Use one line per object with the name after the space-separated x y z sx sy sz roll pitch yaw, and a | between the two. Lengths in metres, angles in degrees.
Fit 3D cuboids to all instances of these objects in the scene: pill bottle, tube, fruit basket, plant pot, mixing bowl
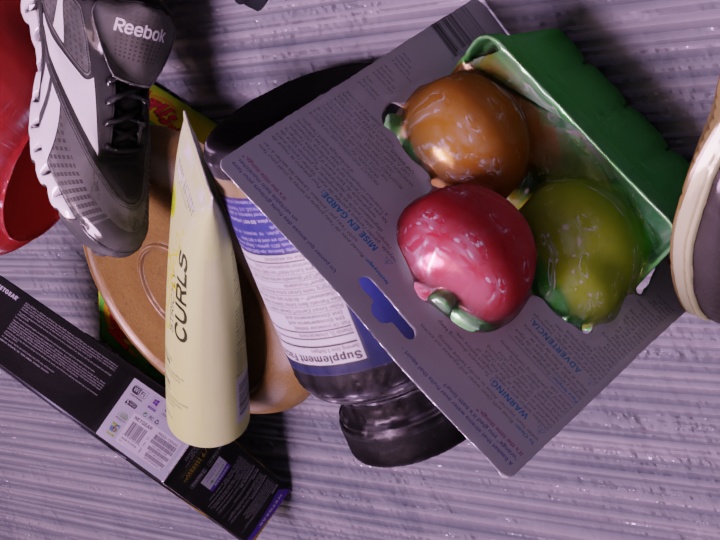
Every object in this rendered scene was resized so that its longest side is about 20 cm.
0.000 0.000 1.012 0.111 0.112 0.201 3 122 47 | pill bottle
-0.089 0.012 1.050 0.058 0.052 0.201 25 136 23 | tube
0.057 -0.020 0.854 0.185 0.200 0.094 46 143 7 | fruit basket
-0.104 0.007 1.127 0.199 0.027 0.201 29 138 30 | plant pot
-0.230 -0.084 1.138 0.108 0.200 0.201 27 138 17 | mixing bowl

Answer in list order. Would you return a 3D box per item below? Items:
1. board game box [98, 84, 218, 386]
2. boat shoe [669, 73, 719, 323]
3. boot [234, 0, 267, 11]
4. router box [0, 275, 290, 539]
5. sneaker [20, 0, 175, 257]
-0.118 -0.012 1.189 0.101 0.048 0.201 33 140 26 | board game box
0.184 -0.048 0.797 0.066 0.071 0.202 35 137 31 | boat shoe
-0.092 -0.234 0.891 0.167 0.077 0.201 19 135 -4 | boot
-0.158 0.096 1.264 0.199 0.052 0.157 31 170 27 | router box
-0.143 -0.110 1.050 0.090 0.066 0.202 -25 68 42 | sneaker
